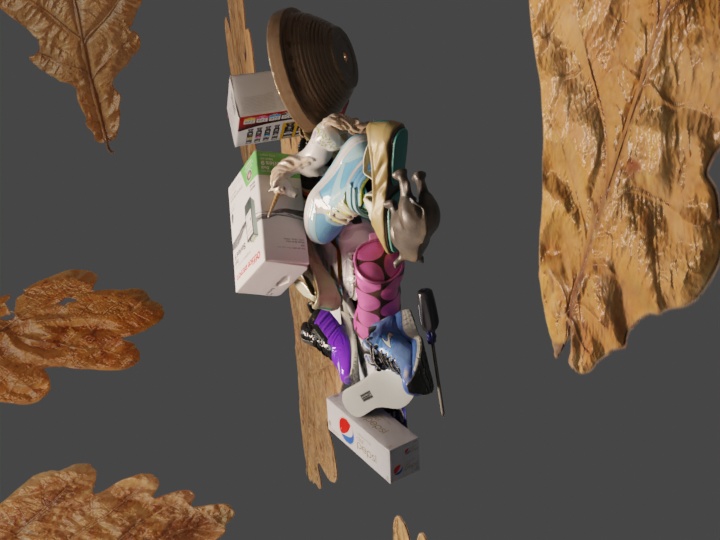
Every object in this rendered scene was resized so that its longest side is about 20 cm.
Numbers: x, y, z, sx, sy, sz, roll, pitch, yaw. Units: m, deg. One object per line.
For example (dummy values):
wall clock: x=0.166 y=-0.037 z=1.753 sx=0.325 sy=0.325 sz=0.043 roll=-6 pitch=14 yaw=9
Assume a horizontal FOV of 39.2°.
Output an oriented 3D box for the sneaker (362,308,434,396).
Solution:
sneaker: x=0.052 y=0.129 z=1.476 sx=0.200 sy=0.088 sz=0.079 roll=-111 pitch=5 yaw=-68

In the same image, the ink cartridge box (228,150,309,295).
ink cartridge box: x=-0.156 y=-0.077 z=1.694 sx=0.146 sy=0.083 sz=0.202 roll=-43 pitch=49 yaw=55

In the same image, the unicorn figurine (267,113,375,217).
unicorn figurine: x=-0.064 y=-0.178 z=1.624 sx=0.201 sy=0.136 sz=0.074 roll=-64 pitch=35 yaw=29

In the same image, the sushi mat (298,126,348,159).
sushi mat: x=-0.062 y=-0.235 z=1.714 sx=0.200 sy=0.012 sz=0.097 roll=28 pitch=-134 yaw=-61

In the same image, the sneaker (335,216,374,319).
sneaker: x=0.000 y=0.000 z=1.694 sx=0.087 sy=0.074 sz=0.201 roll=-101 pitch=7 yaw=-47

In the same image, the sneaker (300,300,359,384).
sneaker: x=-0.058 y=0.128 z=1.844 sx=0.070 sy=0.098 sz=0.201 roll=85 pitch=176 yaw=-49

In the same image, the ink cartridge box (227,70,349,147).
ink cartridge box: x=-0.135 y=-0.289 z=1.817 sx=0.176 sy=0.198 sz=0.085 roll=121 pitch=137 yaw=-72

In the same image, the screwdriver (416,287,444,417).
screwdriver: x=0.102 y=0.118 z=1.439 sx=0.029 sy=0.028 sz=0.202 roll=18 pitch=123 yaw=44

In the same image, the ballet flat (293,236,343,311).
ballet flat: x=-0.096 y=-0.010 z=1.730 sx=0.070 sy=0.069 sz=0.201 roll=95 pitch=151 yaw=-51

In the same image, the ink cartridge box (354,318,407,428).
ink cartridge box: x=0.032 y=0.166 z=1.776 sx=0.200 sy=0.040 sz=0.202 roll=-126 pitch=29 yaw=-66

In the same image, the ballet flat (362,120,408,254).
ballet flat: x=0.034 y=-0.123 z=1.456 sx=0.063 sy=0.069 sz=0.202 roll=16 pitch=120 yaw=27

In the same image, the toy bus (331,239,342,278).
toy bus: x=-0.027 y=-0.044 z=1.830 sx=0.200 sy=0.064 sz=0.079 roll=103 pitch=154 yaw=-62

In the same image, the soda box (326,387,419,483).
soda box: x=0.019 y=0.278 z=1.729 sx=0.200 sy=0.063 sz=0.069 roll=31 pitch=132 yaw=50

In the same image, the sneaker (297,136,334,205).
sneaker: x=-0.073 y=-0.170 z=1.779 sx=0.201 sy=0.069 sz=0.091 roll=-84 pitch=-12 yaw=-52

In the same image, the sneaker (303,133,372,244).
sneaker: x=-0.017 y=-0.100 z=1.567 sx=0.201 sy=0.079 sz=0.131 roll=-61 pitch=35 yaw=26

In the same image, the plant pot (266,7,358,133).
plant pot: x=-0.064 y=-0.329 z=1.616 sx=0.201 sy=0.092 sz=0.203 roll=-14 pitch=-90 yaw=-69

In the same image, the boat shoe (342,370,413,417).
boat shoe: x=0.042 y=0.188 z=1.662 sx=0.199 sy=0.063 sz=0.071 roll=-26 pitch=93 yaw=55

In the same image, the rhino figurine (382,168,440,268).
rhino figurine: x=0.067 y=-0.059 z=1.375 sx=0.200 sy=0.059 sz=0.088 roll=102 pitch=151 yaw=-68

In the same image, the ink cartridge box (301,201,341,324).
ink cartridge box: x=-0.064 y=-0.025 z=1.794 sx=0.200 sy=0.057 sz=0.164 roll=42 pitch=144 yaw=47

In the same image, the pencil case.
pencil case: x=0.028 y=0.032 z=1.574 sx=0.201 sy=0.090 sz=0.094 roll=94 pitch=162 yaw=-56
